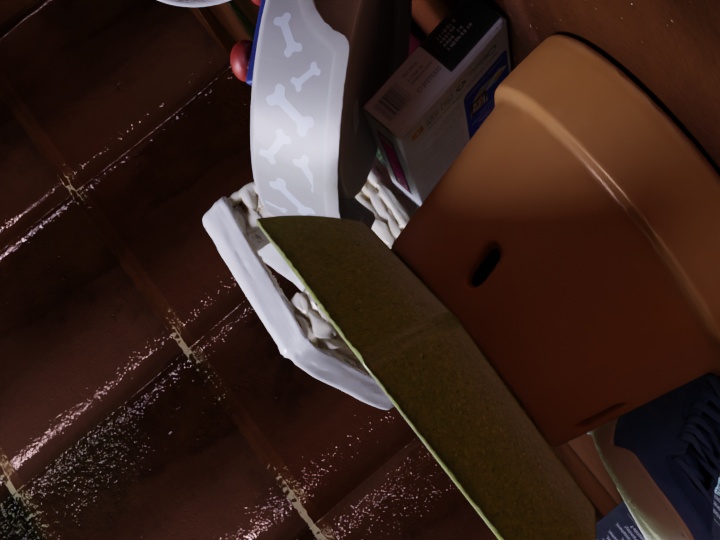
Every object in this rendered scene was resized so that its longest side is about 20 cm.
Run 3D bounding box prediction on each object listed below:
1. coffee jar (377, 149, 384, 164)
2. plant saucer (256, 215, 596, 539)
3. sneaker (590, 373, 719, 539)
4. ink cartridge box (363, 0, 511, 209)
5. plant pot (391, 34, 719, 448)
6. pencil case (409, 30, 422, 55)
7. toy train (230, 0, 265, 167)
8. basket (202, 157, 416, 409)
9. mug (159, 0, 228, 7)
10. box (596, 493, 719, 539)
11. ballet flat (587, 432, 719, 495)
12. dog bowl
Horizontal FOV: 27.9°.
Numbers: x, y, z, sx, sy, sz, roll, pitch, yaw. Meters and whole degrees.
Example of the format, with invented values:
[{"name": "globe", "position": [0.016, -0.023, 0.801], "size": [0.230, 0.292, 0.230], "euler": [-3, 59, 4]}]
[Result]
[{"name": "coffee jar", "position": [0.052, -0.087, 1.334], "size": [0.200, 0.085, 0.104], "euler": [50, -179, 26]}, {"name": "plant saucer", "position": [0.042, 0.061, 0.742], "size": [0.201, 0.048, 0.200], "euler": [53, 178, -27]}, {"name": "sneaker", "position": [0.191, 0.087, 0.819], "size": [0.077, 0.110, 0.200], "euler": [59, -171, -14]}, {"name": "ink cartridge box", "position": [0.057, -0.095, 0.923], "size": [0.037, 0.095, 0.200], "euler": [40, 175, 17]}, {"name": "plant pot", "position": [0.109, -0.003, 0.772], "size": [0.201, 0.139, 0.200], "euler": [52, 178, 2]}, {"name": "pencil case", "position": [0.028, -0.133, 1.088], "size": [0.200, 0.091, 0.093], "euler": [49, -147, 14]}, {"name": "toy train", "position": [-0.046, -0.156, 1.209], "size": [0.084, 0.203, 0.116], "euler": [-1, 160, 30]}, {"name": "basket", "position": [0.000, 0.000, 1.053], "size": [0.136, 0.123, 0.200], "euler": [56, -172, 26]}, {"name": "mug", "position": [-0.134, -0.317, 1.036], "size": [0.176, 0.146, 0.202], "euler": [-120, 25, -50]}, {"name": "box", "position": [0.244, 0.220, 1.034], "size": [0.104, 0.181, 0.200], "euler": [50, 177, 32]}, {"name": "ballet flat", "position": [0.190, 0.083, 0.956], "size": [0.198, 0.075, 0.074], "euler": [22, 166, 24]}, {"name": "dog bowl", "position": [-0.016, -0.117, 0.879], "size": [0.058, 0.203, 0.200], "euler": [8, 167, 11]}]
